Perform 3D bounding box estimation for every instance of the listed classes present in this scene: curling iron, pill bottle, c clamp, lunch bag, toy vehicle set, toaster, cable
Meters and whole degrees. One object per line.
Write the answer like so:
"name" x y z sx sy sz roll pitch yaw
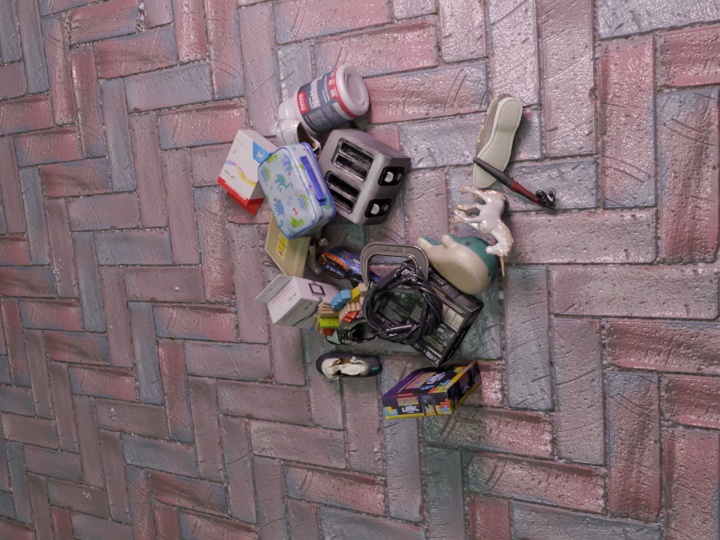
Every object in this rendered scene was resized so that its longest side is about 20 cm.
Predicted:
"curling iron" 0.326 -0.188 1.426 0.199 0.026 0.050 30 135 3
"pill bottle" -0.091 -0.392 1.601 0.199 0.119 0.120 -18 91 31
"c clamp" 0.082 0.021 1.537 0.199 0.027 0.172 12 104 27
"lunch bag" -0.145 -0.182 1.556 0.160 0.082 0.201 -27 86 50
"toy vehicle set" -0.187 -0.069 1.710 0.200 0.026 0.125 46 128 51
"toaster" -0.007 -0.227 1.587 0.199 0.118 0.182 33 113 20
"cable" 0.091 0.087 1.516 0.163 0.051 0.200 49 120 -2

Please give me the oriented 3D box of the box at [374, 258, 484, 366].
"box" 0.155 0.093 1.573 0.200 0.086 0.164 36 114 20

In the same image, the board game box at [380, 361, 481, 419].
"board game box" 0.164 0.270 1.537 0.164 0.200 0.057 -11 96 30

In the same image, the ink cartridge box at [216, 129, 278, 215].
"ink cartridge box" -0.297 -0.252 1.775 0.116 0.067 0.201 37 116 19

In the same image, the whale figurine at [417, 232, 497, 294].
"whale figurine" 0.220 -0.032 1.516 0.200 0.104 0.160 26 150 45

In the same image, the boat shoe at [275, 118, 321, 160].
"boat shoe" -0.130 -0.287 1.617 0.069 0.200 0.071 6 59 26

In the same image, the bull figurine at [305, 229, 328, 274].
"bull figurine" -0.121 -0.089 1.689 0.121 0.065 0.202 177 87 -67

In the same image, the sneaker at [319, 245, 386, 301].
"sneaker" 0.000 0.000 1.653 0.199 0.079 0.075 33 139 2

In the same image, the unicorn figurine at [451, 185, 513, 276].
"unicorn figurine" 0.264 -0.106 1.429 0.136 0.201 0.074 16 152 10

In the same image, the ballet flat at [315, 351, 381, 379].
"ballet flat" -0.044 0.245 1.727 0.199 0.073 0.074 -4 98 30

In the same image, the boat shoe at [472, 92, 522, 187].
"boat shoe" 0.285 -0.276 1.446 0.060 0.072 0.203 -113 35 -57

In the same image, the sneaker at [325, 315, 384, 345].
"sneaker" -0.018 0.148 1.683 0.199 0.088 0.076 -17 93 32

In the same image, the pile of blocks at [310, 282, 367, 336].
"pile of blocks" -0.049 0.104 1.630 0.200 0.082 0.062 -42 45 34

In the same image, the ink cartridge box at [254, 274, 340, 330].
"ink cartridge box" -0.147 0.082 1.673 0.116 0.199 0.067 -43 54 29
